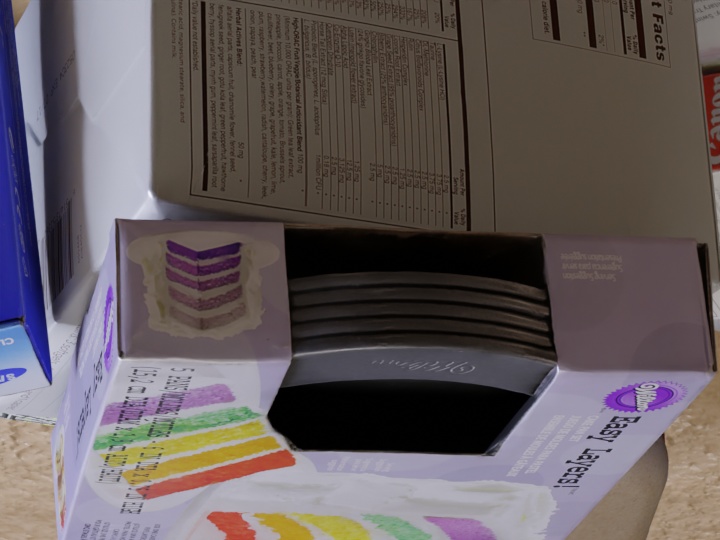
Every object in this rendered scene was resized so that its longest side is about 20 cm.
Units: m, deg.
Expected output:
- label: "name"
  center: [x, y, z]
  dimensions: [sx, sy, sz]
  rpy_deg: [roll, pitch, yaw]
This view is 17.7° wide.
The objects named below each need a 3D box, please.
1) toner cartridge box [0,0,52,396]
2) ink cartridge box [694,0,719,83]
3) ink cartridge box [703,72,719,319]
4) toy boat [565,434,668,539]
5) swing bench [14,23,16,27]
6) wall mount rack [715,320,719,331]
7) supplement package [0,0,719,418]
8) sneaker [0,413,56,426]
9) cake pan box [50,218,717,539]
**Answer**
- label: "toner cartridge box"
  center: [-0.161, -0.048, 0.772]
  dimensions: [0.094, 0.201, 0.043]
  rpy_deg: [-11, 148, 1]
- label: "ink cartridge box"
  center: [0.162, -0.117, 0.890]
  dimensions: [0.144, 0.085, 0.200]
  rpy_deg: [-15, 140, 35]
- label: "ink cartridge box"
  center: [0.175, -0.032, 0.896]
  dimensions: [0.199, 0.051, 0.109]
  rpy_deg: [-7, 146, 26]
- label: "toy boat"
  center: [0.047, 0.095, 1.161]
  dimensions: [0.199, 0.131, 0.131]
  rpy_deg: [-9, 138, -20]
- label: "swing bench"
  center: [-0.249, -0.138, 0.911]
  dimensions: [0.199, 0.130, 0.199]
  rpy_deg: [-11, 146, 1]
- label: "wall mount rack"
  center: [0.218, 0.062, 1.177]
  dimensions: [0.199, 0.075, 0.174]
  rpy_deg: [17, 149, -12]
- label: "supplement package"
  center: [-0.012, -0.037, 0.810]
  dimensions: [0.199, 0.148, 0.191]
  rpy_deg: [8, 154, -22]
- label: "sneaker"
  center: [-0.165, 0.051, 1.129]
  dimensions: [0.199, 0.076, 0.077]
  rpy_deg: [-3, 132, 35]
- label: "cake pan box"
  center: [0.000, 0.043, 0.747]
  dimensions: [0.183, 0.053, 0.200]
  rpy_deg: [1, 156, -14]
